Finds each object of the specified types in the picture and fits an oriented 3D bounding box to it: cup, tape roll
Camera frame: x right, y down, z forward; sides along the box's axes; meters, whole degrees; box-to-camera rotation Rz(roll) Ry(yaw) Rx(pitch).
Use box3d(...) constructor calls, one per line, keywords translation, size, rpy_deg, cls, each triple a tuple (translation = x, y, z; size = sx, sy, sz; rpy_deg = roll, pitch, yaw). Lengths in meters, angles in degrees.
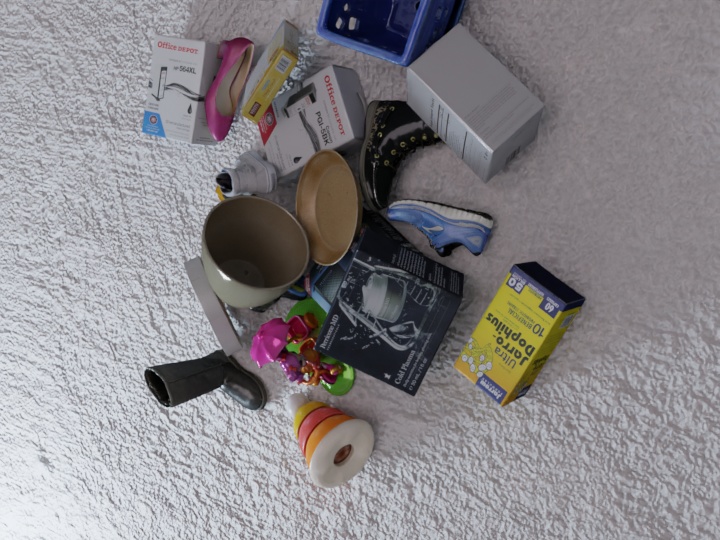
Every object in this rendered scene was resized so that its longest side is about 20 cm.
box3d(translation=(-0.206, -0.013, 1.626), size=(0.202, 0.198, 0.144), rpy_deg=(53, 143, 17), cls="cup")
box3d(translation=(-0.288, 0.069, 1.740), size=(0.036, 0.203, 0.206), rpy_deg=(-25, 77, -7), cls="tape roll")

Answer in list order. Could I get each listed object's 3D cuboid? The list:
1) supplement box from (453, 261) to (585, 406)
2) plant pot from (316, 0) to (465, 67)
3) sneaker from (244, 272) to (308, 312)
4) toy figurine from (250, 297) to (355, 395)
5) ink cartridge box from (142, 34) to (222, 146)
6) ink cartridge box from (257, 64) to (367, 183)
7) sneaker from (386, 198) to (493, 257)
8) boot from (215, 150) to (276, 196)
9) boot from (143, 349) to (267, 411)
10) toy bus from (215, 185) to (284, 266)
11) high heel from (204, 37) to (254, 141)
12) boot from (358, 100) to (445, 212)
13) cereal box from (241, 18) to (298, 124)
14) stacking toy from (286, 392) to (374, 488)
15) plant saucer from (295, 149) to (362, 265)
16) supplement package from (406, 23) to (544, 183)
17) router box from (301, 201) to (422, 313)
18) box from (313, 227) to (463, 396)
box3d(translation=(0.258, 0.101, 1.448), size=(0.108, 0.109, 0.203), rpy_deg=(37, 111, 24), cls="supplement box")
box3d(translation=(0.069, -0.452, 1.491), size=(0.197, 0.179, 0.204), rpy_deg=(27, 105, 27), cls="plant pot")
box3d(translation=(-0.181, 0.040, 1.748), size=(0.195, 0.071, 0.085), rpy_deg=(1, 113, 30), cls="sneaker")
box3d(translation=(-0.120, 0.155, 1.640), size=(0.150, 0.183, 0.202), rpy_deg=(-40, 74, 26), cls="toy figurine")
box3d(translation=(-0.357, -0.368, 1.814), size=(0.143, 0.084, 0.205), rpy_deg=(15, 101, 29), cls="ink cartridge box")
box3d(translation=(-0.086, -0.270, 1.653), size=(0.197, 0.082, 0.150), rpy_deg=(-23, 80, 31), cls="ink cartridge box")
box3d(translation=(0.129, -0.072, 1.536), size=(0.196, 0.078, 0.091), rpy_deg=(16, 99, 30), cls="sneaker")
box3d(translation=(-0.232, -0.184, 1.691), size=(0.199, 0.093, 0.076), rpy_deg=(-154, 60, -64), cls="boot")
box3d(translation=(-0.301, 0.231, 1.746), size=(0.180, 0.199, 0.074), rpy_deg=(35, 110, 25), cls="boot")
box3d(translation=(-0.207, -0.097, 1.749), size=(0.199, 0.065, 0.079), rpy_deg=(38, 113, 23), cls="toy bus")
box3d(translation=(-0.251, -0.354, 1.749), size=(0.095, 0.066, 0.205), rpy_deg=(16, 95, 47), cls="high heel")
box3d(translation=(0.078, -0.210, 1.543), size=(0.151, 0.073, 0.209), rpy_deg=(-5, 71, 29), cls="boot")
box3d(translation=(-0.165, -0.372, 1.648), size=(0.039, 0.201, 0.145), rpy_deg=(29, 115, -19), cls="cereal box")
box3d(translation=(-0.081, 0.294, 1.674), size=(0.199, 0.144, 0.149), rpy_deg=(39, 112, 40), cls="stacking toy")
box3d(translation=(-0.050, -0.112, 1.583), size=(0.198, 0.035, 0.206), rpy_deg=(5, 96, 54), cls="plant saucer")
box3d(translation=(0.181, -0.269, 1.437), size=(0.121, 0.120, 0.201), rpy_deg=(-39, 75, -10), cls="supplement package")
box3d(translation=(0.000, 0.000, 1.628), size=(0.150, 0.062, 0.202), rpy_deg=(42, 113, 21), cls="router box")
box3d(translation=(0.050, 0.069, 1.517), size=(0.193, 0.124, 0.203), rpy_deg=(24, 111, 0), cls="box")
